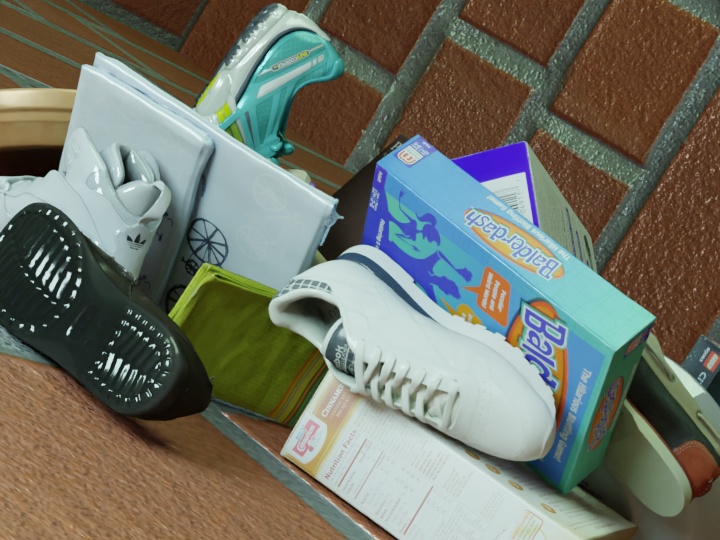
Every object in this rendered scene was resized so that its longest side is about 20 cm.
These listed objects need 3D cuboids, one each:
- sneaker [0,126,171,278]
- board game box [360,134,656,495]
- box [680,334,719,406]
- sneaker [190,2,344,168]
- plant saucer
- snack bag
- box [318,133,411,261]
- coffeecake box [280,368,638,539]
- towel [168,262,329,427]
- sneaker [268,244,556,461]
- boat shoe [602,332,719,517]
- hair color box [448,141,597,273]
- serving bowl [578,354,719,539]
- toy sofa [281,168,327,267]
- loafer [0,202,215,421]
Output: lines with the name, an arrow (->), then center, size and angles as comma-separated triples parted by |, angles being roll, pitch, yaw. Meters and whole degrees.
sneaker -> -0.199, -0.047, 1.255 | 0.200, 0.115, 0.075 | 37, 12, 39
board game box -> 0.084, 0.029, 1.218 | 0.200, 0.152, 0.045 | 38, 53, 23
box -> 0.261, 0.164, 1.462 | 0.136, 0.201, 0.038 | 28, 8, -34
sneaker -> -0.089, -0.090, 1.330 | 0.080, 0.200, 0.078 | 36, 12, -9
plant saucer -> -0.232, -0.087, 1.377 | 0.199, 0.038, 0.200 | -2, -10, 0
snack bag -> -0.121, -0.026, 1.288 | 0.199, 0.189, 0.021 | 32, 43, 10
box -> 0.000, 0.000, 1.440 | 0.100, 0.200, 0.075 | 37, -16, 44
coffeecake box -> 0.068, 0.146, 1.256 | 0.200, 0.073, 0.153 | 34, 9, 20
towel -> -0.056, 0.060, 1.272 | 0.200, 0.086, 0.018 | 25, 12, -46
sneaker -> 0.032, 0.063, 1.187 | 0.200, 0.077, 0.080 | 33, 33, 27
boat shoe -> 0.168, 0.063, 1.237 | 0.200, 0.062, 0.071 | 56, -32, -1
hair color box -> 0.124, -0.002, 1.367 | 0.200, 0.065, 0.110 | 42, 38, -62
serving bowl -> 0.168, 0.149, 1.336 | 0.200, 0.201, 0.066 | 34, 40, 20
toy sofa -> -0.095, -0.034, 1.411 | 0.200, 0.098, 0.083 | 28, -19, 51
loafer -> -0.157, 0.033, 1.127 | 0.200, 0.073, 0.071 | 44, 3, 39
